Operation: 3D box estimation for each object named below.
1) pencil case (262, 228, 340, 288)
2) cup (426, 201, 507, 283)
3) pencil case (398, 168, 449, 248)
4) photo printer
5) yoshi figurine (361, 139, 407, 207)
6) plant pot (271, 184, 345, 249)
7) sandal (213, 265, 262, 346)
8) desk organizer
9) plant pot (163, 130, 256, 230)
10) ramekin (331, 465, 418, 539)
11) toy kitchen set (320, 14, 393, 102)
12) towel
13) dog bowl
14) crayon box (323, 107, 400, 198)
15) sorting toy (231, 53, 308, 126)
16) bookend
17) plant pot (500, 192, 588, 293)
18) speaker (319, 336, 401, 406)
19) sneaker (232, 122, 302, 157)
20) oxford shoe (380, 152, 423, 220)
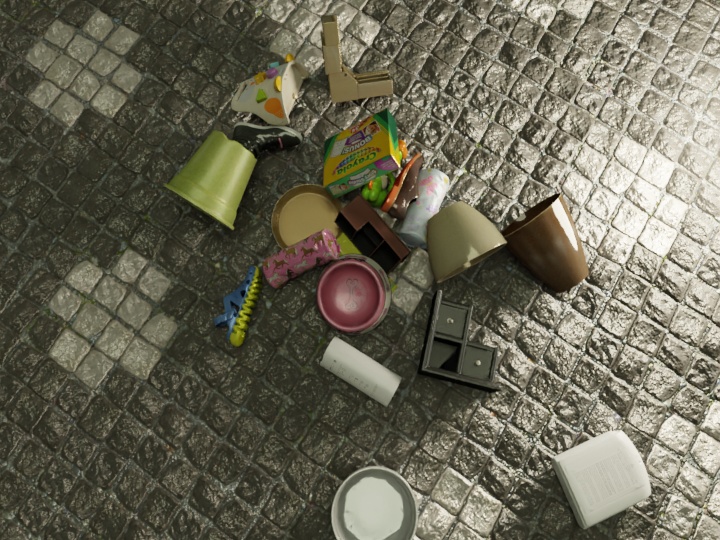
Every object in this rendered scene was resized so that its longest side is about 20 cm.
[{"bbox_3d":[-0.146,-0.030,1.499,0.196,0.086,0.085,-25,91,18],"label":"pencil case"},{"bbox_3d":[0.240,-0.081,1.478,0.196,0.201,0.146,-26,81,-7],"label":"cup"},{"bbox_3d":[0.166,-0.162,1.562,0.088,0.083,0.205,18,76,2],"label":"pencil case"},{"bbox_3d":[0.570,0.482,1.414,0.196,0.070,0.170,-22,77,-6],"label":"photo printer"},{"bbox_3d":[0.053,-0.251,1.593,0.112,0.111,0.203,42,59,-31],"label":"yoshi figurine"},{"bbox_3d":[-0.135,-0.125,1.581,0.194,0.028,0.206,0,75,0],"label":"plant pot"},{"bbox_3d":[-0.306,0.080,1.506,0.085,0.080,0.205,18,75,8],"label":"sandal"},{"bbox_3d":[0.029,-0.086,1.530,0.077,0.072,0.201,-39,85,-25],"label":"desk organizer"},{"bbox_3d":[-0.357,-0.235,1.505,0.197,0.200,0.187,30,85,7],"label":"plant pot"},{"bbox_3d":[0.032,0.551,1.376,0.194,0.105,0.206,0,77,0],"label":"ramekin"},{"bbox_3d":[-0.016,-0.592,1.634,0.175,0.204,0.165,-8,34,-3],"label":"toy kitchen set"},{"bbox_3d":[0.000,0.000,1.543,0.086,0.018,0.200,-43,87,-16],"label":"towel"},{"bbox_3d":[-0.022,0.061,1.486,0.194,0.074,0.207,0,90,7],"label":"dog bowl"},{"bbox_3d":[0.000,-0.298,1.533,0.196,0.058,0.176,-22,47,24],"label":"crayon box"},{"bbox_3d":[-0.257,-0.486,1.619,0.175,0.108,0.204,-4,51,23],"label":"sorting toy"},{"bbox_3d":[0.256,0.175,1.475,0.194,0.092,0.204,14,76,2],"label":"bookend"},{"bbox_3d":[0.474,-0.054,1.503,0.185,0.187,0.202,-37,93,-9],"label":"plant pot"},{"bbox_3d":[0.001,0.246,1.463,0.197,0.081,0.082,30,78,7],"label":"speaker"},{"bbox_3d":[-0.254,-0.331,1.598,0.194,0.071,0.101,8,59,8],"label":"sneaker"},{"bbox_3d":[0.121,-0.212,1.534,0.072,0.071,0.203,32,66,-6],"label":"oxford shoe"}]
